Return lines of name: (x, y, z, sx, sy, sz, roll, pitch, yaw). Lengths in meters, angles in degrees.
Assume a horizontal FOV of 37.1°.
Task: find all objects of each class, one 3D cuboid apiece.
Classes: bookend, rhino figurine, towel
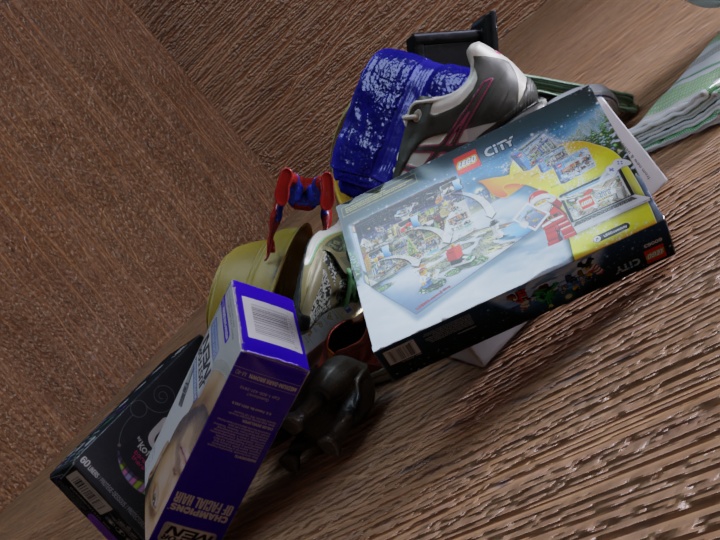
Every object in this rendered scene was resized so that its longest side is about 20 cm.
bookend: (0.066, -0.197, 1.280, 0.195, 0.204, 0.092, -4, 7, -4)
rhino figurine: (-0.051, 0.125, 0.924, 0.088, 0.060, 0.200, -51, 10, -31)
towel: (0.195, -0.184, 1.144, 0.200, 0.150, 0.024, -130, 50, -82)
towel: (0.053, -0.119, 0.974, 0.199, 0.049, 0.150, 27, 103, 49)
towel: (0.304, -0.176, 0.908, 0.200, 0.031, 0.149, -46, 10, -24)

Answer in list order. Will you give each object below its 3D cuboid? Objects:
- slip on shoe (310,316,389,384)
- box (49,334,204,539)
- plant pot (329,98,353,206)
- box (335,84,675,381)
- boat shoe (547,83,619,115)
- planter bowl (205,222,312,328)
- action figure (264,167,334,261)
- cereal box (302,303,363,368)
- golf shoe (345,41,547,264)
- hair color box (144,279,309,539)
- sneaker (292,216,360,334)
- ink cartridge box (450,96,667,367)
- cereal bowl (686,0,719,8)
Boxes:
slip on shoe: (-0.008, 0.075, 0.975, 0.074, 0.061, 0.200, -50, 9, -35)
box: (-0.213, 0.186, 1.151, 0.200, 0.122, 0.106, -48, 10, -33)
plant pot: (0.060, -0.135, 1.157, 0.199, 0.200, 0.142, -40, 20, 11)
box: (0.089, -0.027, 0.714, 0.198, 0.038, 0.138, -25, 46, 10)
boat shoe: (0.173, -0.098, 1.048, 0.199, 0.071, 0.070, -35, 37, 18)
planter bowl: (-0.121, 0.035, 1.208, 0.200, 0.082, 0.204, 15, -90, -83)
action figure: (-0.060, -0.050, 1.063, 0.200, 0.064, 0.101, -120, 38, -84)
cereal box: (-0.065, 0.084, 1.065, 0.199, 0.040, 0.144, -35, -10, -35)
golf shoe: (0.053, -0.086, 0.838, 0.200, 0.088, 0.077, -42, 8, 10)
hair color box: (-0.115, 0.123, 0.881, 0.202, 0.064, 0.110, -64, 22, 22)
sneaker: (0.000, 0.000, 0.989, 0.200, 0.087, 0.078, -51, -23, -52)
ink cartridge box: (0.116, -0.027, 0.830, 0.200, 0.084, 0.145, -43, 8, -8)
cereal bowl: (0.377, -0.302, 0.972, 0.199, 0.084, 0.200, -33, 3, 2)
